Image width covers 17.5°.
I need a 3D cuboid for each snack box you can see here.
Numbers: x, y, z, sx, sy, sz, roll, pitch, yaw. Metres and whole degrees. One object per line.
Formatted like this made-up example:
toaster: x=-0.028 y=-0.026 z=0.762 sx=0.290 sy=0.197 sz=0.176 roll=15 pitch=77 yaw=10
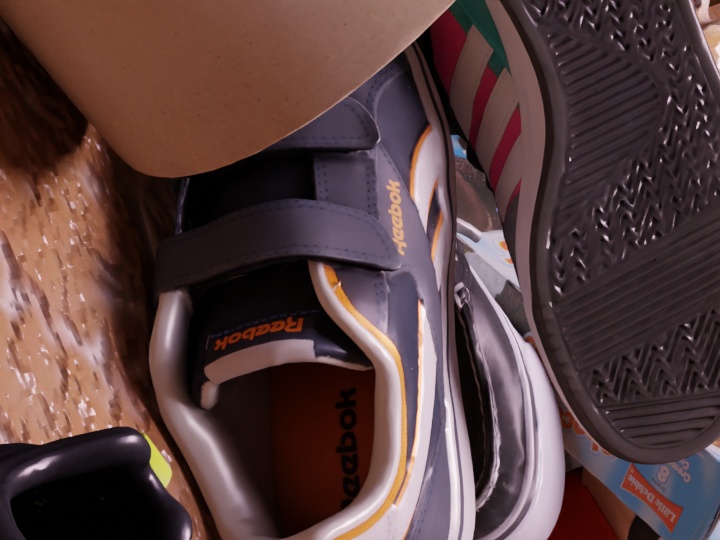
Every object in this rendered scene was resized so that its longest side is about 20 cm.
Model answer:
snack box: x=0.087 y=0.018 z=0.784 sx=0.116 sy=0.037 sz=0.200 roll=-3 pitch=35 yaw=-43

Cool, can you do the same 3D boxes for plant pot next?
plant pot: x=-0.069 y=-0.158 z=0.600 sx=0.200 sy=0.187 sz=0.188 roll=41 pitch=28 yaw=-26

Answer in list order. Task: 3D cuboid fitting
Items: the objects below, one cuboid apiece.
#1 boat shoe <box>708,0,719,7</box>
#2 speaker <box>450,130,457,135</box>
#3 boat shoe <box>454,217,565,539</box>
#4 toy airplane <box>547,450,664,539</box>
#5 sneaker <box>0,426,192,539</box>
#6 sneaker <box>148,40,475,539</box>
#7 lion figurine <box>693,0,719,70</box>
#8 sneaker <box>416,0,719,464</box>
boat shoe: x=0.076 y=-0.117 z=0.880 sx=0.070 sy=0.200 sz=0.070 roll=119 pitch=-46 yaw=-86
speaker: x=0.071 y=-0.068 z=0.996 sx=0.081 sy=0.081 sz=0.200 roll=61 pitch=18 yaw=-16
boat shoe: x=0.002 y=-0.001 z=0.727 sx=0.068 sy=0.073 sz=0.200 roll=34 pitch=35 yaw=-64
toy airplane: x=0.138 y=0.109 z=0.857 sx=0.199 sy=0.141 sz=0.200 roll=27 pitch=33 yaw=4
sneaker: x=-0.075 y=0.079 z=0.392 sx=0.072 sy=0.083 sz=0.200 roll=59 pitch=19 yaw=-20
sneaker: x=-0.016 y=-0.005 z=0.652 sx=0.079 sy=0.078 sz=0.200 roll=15 pitch=60 yaw=-62
lion figurine: x=0.134 y=-0.046 z=0.890 sx=0.200 sy=0.122 sz=0.073 roll=96 pitch=-28 yaw=-65
sneaker: x=0.057 y=-0.042 z=0.704 sx=0.121 sy=0.083 sz=0.201 roll=165 pitch=-87 yaw=-81
